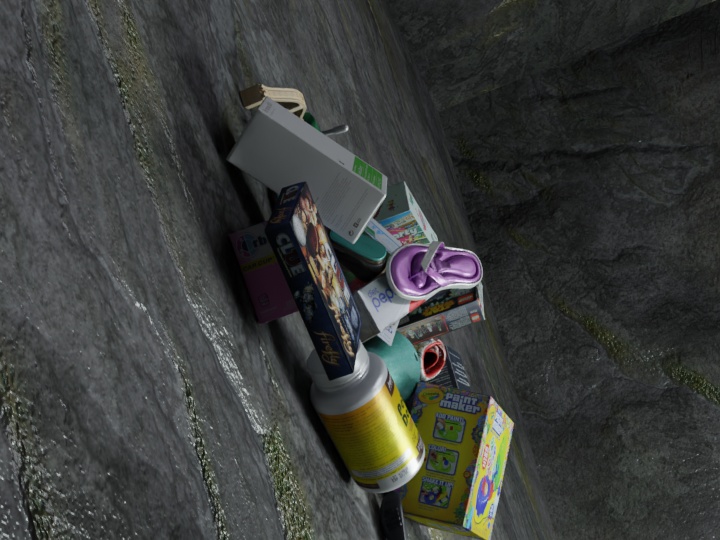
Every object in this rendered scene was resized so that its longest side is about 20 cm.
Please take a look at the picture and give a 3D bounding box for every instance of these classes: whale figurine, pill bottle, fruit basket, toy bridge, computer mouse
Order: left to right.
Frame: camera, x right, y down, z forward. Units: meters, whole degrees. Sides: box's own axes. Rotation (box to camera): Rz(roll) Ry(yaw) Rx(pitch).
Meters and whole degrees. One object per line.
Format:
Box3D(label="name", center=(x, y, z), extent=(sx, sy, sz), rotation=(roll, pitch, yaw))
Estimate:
Box3D(label="toy bridge", center=(-0.117, -0.249, 1.701), extent=(0.200, 0.066, 0.028), rotation=(20, 51, -75))
Box3D(label="fruit basket", center=(0.000, 0.000, 1.692), extent=(0.185, 0.094, 0.201), rotation=(41, 24, -9))
Box3D(label="pill bottle", center=(0.003, 0.184, 1.463), extent=(0.110, 0.108, 0.202), rotation=(-90, 157, -59))
Box3D(label="whale figurine", center=(0.030, 0.144, 1.662), extent=(0.200, 0.102, 0.162), rotation=(26, 46, -76))
Box3D(label="computer mouse", center=(0.052, 0.405, 1.548), extent=(0.059, 0.033, 0.203), rotation=(84, -2, -64))

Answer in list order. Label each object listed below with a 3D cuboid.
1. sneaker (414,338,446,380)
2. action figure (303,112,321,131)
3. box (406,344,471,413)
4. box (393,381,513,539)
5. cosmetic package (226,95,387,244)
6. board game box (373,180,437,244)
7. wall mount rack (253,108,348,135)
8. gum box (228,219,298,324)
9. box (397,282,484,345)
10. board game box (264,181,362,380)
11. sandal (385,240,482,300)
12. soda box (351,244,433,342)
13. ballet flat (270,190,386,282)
Box3D(label="sneaker", center=(0.099, 0.134, 1.849), extent=(0.201, 0.106, 0.069), rotation=(-33, 115, -61))
Box3D(label="action figure", center=(-0.078, -0.201, 1.840), extent=(0.201, 0.054, 0.119), rotation=(-106, 169, -50))
Box3D(label="box", center=(0.151, 0.253, 2.051), extent=(0.148, 0.103, 0.203), rotation=(37, 36, -70))
Box3D(label="box", center=(0.144, 0.296, 1.723), extent=(0.200, 0.120, 0.196), rotation=(46, 55, -64))
Box3D(label="cosmetic package", center=(-0.068, -0.132, 1.470), extent=(0.198, 0.085, 0.108), rotation=(34, 16, -10))
Box3D(label="board game box", center=(0.044, -0.062, 1.956), extent=(0.200, 0.145, 0.065), rotation=(51, 24, -57))
Box3D(label="wall mount rack", center=(-0.068, -0.157, 1.616), extent=(0.173, 0.074, 0.202), rotation=(29, -28, 50))
Box3D(label="gum box", center=(-0.094, -0.012, 1.430), extent=(0.200, 0.065, 0.115), rotation=(-37, 108, -78))
Box3D(label="box", center=(0.101, 0.068, 1.808), extent=(0.137, 0.197, 0.040), rotation=(-81, 149, -67))
Box3D(label="board game box", center=(-0.052, 0.010, 1.343), extent=(0.136, 0.034, 0.203), rotation=(-79, 150, -65))
Box3D(label="sandal", center=(0.113, -0.009, 1.623), extent=(0.201, 0.050, 0.084), rotation=(-9, 74, -46))
Box3D(label="soda box", center=(0.048, 0.034, 1.622), extent=(0.199, 0.063, 0.069), rotation=(-31, 90, -48))
Box3D(label="ballet flat", center=(-0.054, -0.047, 1.597), extent=(0.199, 0.069, 0.068), rotation=(36, 46, 9))
